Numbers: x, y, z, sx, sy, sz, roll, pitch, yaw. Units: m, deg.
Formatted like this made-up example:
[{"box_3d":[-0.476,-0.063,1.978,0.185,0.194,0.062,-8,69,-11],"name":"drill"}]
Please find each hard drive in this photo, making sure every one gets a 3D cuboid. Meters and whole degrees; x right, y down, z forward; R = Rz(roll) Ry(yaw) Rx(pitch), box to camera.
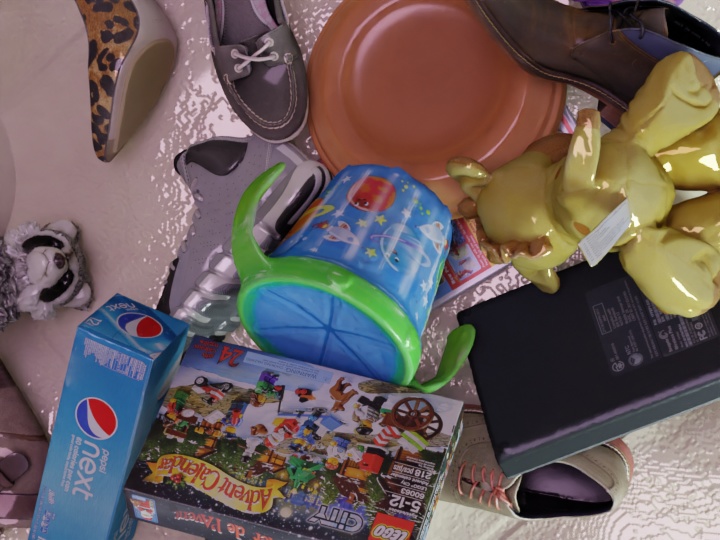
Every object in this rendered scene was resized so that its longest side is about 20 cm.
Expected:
[{"box_3d":[0.176,0.052,1.311,0.199,0.033,0.140,-22,50,10],"name":"hard drive"}]

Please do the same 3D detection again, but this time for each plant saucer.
[{"box_3d":[0.051,-0.137,1.355,0.199,0.037,0.201,-3,79,16],"name":"plant saucer"}]

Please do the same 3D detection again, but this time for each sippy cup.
[{"box_3d":[0.000,0.000,1.302,0.139,0.178,0.131,10,53,28],"name":"sippy cup"}]

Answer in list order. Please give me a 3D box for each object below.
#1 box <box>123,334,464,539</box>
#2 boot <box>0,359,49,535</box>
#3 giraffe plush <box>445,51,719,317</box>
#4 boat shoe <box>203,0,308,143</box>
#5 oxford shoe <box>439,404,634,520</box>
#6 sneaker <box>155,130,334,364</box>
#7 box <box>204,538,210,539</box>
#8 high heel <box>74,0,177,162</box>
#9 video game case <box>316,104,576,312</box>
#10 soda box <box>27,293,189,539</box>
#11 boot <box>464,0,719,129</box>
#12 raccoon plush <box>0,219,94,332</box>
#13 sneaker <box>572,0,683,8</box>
[{"box_3d":[-0.043,0.128,1.251,0.199,0.038,0.137,13,51,11],"name":"box"},{"box_3d":[-0.337,0.152,1.427,0.199,0.070,0.147,-13,89,11],"name":"boot"},{"box_3d":[0.156,-0.045,1.270,0.162,0.200,0.173,-6,102,50],"name":"giraffe plush"},{"box_3d":[-0.088,-0.191,1.367,0.067,0.057,0.201,-17,71,8],"name":"boat shoe"},{"box_3d":[0.095,0.142,1.333,0.199,0.075,0.071,0,107,12],"name":"oxford shoe"},{"box_3d":[-0.116,-0.029,1.394,0.200,0.075,0.116,-48,67,8],"name":"sneaker"},{"box_3d":[-0.056,0.244,1.324,0.106,0.122,0.201,3,99,3],"name":"box"},{"box_3d":[-0.212,-0.193,1.418,0.142,0.071,0.201,18,96,24],"name":"high heel"},{"box_3d":[0.072,-0.063,1.376,0.200,0.017,0.143,-31,84,9],"name":"video game case"},{"box_3d":[-0.187,0.123,1.361,0.064,0.068,0.201,23,117,10],"name":"soda box"},{"box_3d":[0.167,-0.173,1.287,0.200,0.075,0.097,32,130,-23],"name":"boot"},{"box_3d":[-0.303,-0.001,1.434,0.200,0.134,0.097,11,109,42],"name":"raccoon plush"},{"box_3d":[0.161,-0.231,1.307,0.199,0.081,0.089,18,112,-21],"name":"sneaker"}]
